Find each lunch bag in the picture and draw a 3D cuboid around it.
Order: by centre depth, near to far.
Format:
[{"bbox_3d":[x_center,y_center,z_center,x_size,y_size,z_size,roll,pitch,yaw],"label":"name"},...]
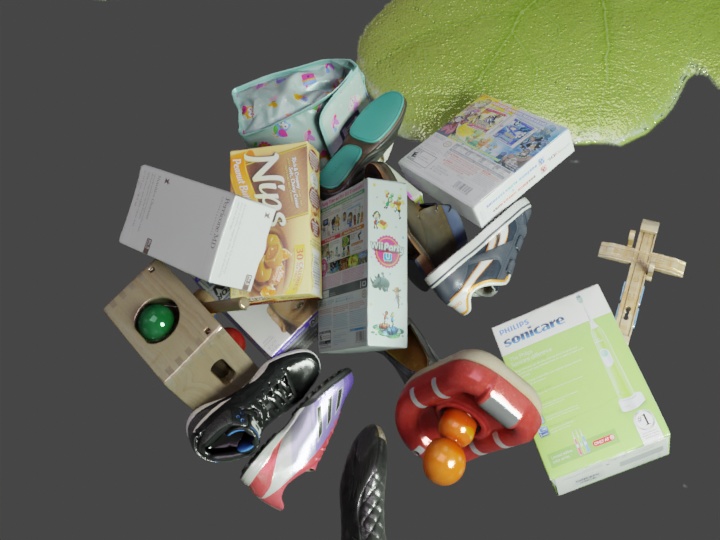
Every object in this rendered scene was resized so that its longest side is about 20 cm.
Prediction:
[{"bbox_3d":[-0.072,-0.221,1.187,0.196,0.171,0.124,-20,56,5],"label":"lunch bag"}]

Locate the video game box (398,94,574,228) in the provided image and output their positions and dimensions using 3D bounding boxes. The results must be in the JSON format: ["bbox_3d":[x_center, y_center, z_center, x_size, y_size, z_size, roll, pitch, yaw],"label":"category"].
[{"bbox_3d":[0.178,-0.167,1.134,0.181,0.047,0.200,-40,39,-8],"label":"video game box"}]

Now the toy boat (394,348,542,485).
[{"bbox_3d":[0.109,0.186,0.897,0.130,0.200,0.132,38,58,-8],"label":"toy boat"}]

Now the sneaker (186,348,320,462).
[{"bbox_3d":[-0.123,0.181,0.990,0.198,0.074,0.112,-32,19,-13],"label":"sneaker"}]

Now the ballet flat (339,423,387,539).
[{"bbox_3d":[0.009,0.290,0.957,0.066,0.056,0.204,-27,46,40],"label":"ballet flat"}]

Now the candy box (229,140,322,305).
[{"bbox_3d":[-0.113,-0.061,1.032,0.112,0.055,0.206,-5,78,15],"label":"candy box"}]

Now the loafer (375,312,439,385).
[{"bbox_3d":[0.045,0.082,1.043,0.072,0.073,0.200,-40,58,-10],"label":"loafer"}]

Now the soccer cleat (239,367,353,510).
[{"bbox_3d":[-0.067,0.214,1.010,0.073,0.068,0.200,42,71,4],"label":"soccer cleat"}]

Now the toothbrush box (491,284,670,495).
[{"bbox_3d":[0.263,0.143,0.940,0.143,0.086,0.203,-23,59,9],"label":"toothbrush box"}]

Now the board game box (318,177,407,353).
[{"bbox_3d":[0.000,0.000,0.996,0.063,0.147,0.206,4,81,-28],"label":"board game box"}]

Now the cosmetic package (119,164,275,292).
[{"bbox_3d":[-0.212,-0.056,1.002,0.197,0.080,0.116,17,90,39],"label":"cosmetic package"}]

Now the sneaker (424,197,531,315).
[{"bbox_3d":[0.178,-0.017,1.067,0.199,0.078,0.080,-40,87,-22],"label":"sneaker"}]

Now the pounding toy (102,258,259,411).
[{"bbox_3d":[-0.219,0.080,1.031,0.142,0.201,0.183,-44,60,-12],"label":"pounding toy"}]

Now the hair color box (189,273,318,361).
[{"bbox_3d":[-0.143,0.039,1.121,0.109,0.065,0.199,-43,62,-14],"label":"hair color box"}]

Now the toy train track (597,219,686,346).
[{"bbox_3d":[0.363,0.015,1.028,0.112,0.033,0.203,14,66,21],"label":"toy train track"}]

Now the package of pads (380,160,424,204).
[{"bbox_3d":[-0.014,-0.073,1.150,0.199,0.069,0.154,-41,58,-10],"label":"package of pads"}]

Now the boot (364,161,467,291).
[{"bbox_3d":[0.078,-0.081,1.074,0.096,0.203,0.074,-37,29,-20],"label":"boot"}]

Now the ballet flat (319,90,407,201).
[{"bbox_3d":[0.003,-0.170,1.121,0.067,0.069,0.201,28,69,28],"label":"ballet flat"}]

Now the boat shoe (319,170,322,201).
[{"bbox_3d":[-0.131,-0.085,1.108,0.198,0.070,0.071,-36,53,-6],"label":"boat shoe"}]
